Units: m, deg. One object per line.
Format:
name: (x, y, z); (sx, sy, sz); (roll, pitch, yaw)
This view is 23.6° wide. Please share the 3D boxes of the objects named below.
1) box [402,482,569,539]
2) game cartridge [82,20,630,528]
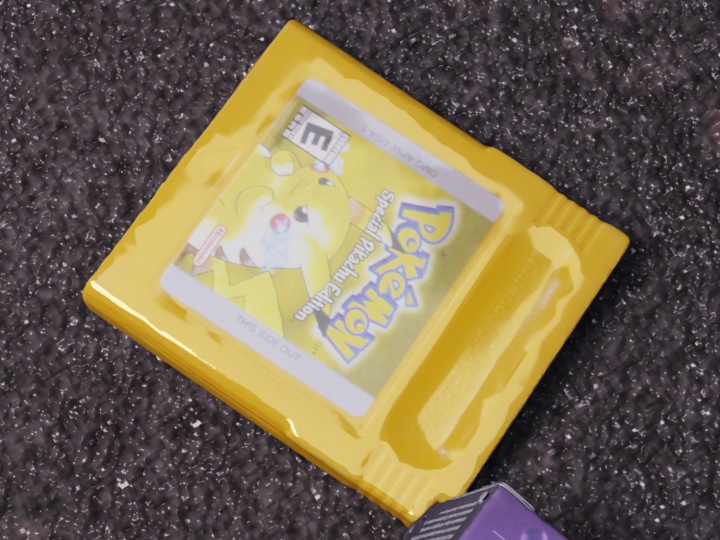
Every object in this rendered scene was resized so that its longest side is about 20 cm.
box: (0.041, 0.211, 0.699); (0.148, 0.104, 0.200); (38, 71, -3)
game cartridge: (0.000, 0.000, 0.816); (0.200, 0.032, 0.176); (33, 73, 7)
